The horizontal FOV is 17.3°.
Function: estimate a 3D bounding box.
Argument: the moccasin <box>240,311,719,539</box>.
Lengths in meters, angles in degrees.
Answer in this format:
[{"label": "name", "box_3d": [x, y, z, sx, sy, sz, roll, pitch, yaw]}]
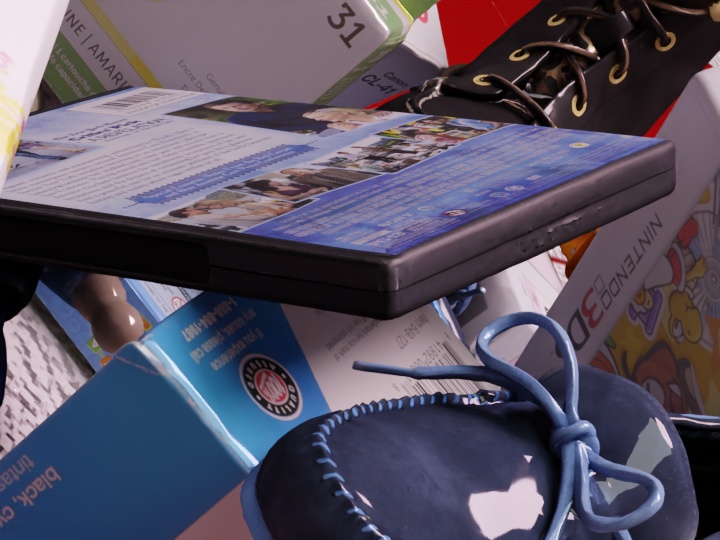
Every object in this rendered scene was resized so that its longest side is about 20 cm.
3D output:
[{"label": "moccasin", "box_3d": [0.047, 0.048, 0.571, 0.200, 0.068, 0.081, 2, 52, -59]}]

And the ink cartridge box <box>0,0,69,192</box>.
[{"label": "ink cartridge box", "box_3d": [-0.169, -0.051, 0.543, 0.146, 0.146, 0.201, 38, 43, -27]}]

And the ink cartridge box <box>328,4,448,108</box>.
[{"label": "ink cartridge box", "box_3d": [-0.049, -0.170, 0.896, 0.147, 0.085, 0.201, 23, 53, -57]}]

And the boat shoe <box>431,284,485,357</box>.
[{"label": "boat shoe", "box_3d": [0.000, 0.000, 0.819, 0.069, 0.084, 0.201, 12, 47, -59]}]

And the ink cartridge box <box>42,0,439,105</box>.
[{"label": "ink cartridge box", "box_3d": [-0.030, -0.132, 0.760, 0.146, 0.200, 0.048, 52, 18, 0]}]

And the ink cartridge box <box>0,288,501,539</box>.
[{"label": "ink cartridge box", "box_3d": [-0.013, 0.114, 0.635, 0.200, 0.145, 0.147, 50, 24, 1]}]

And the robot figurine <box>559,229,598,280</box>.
[{"label": "robot figurine", "box_3d": [0.144, 0.023, 0.965, 0.145, 0.058, 0.200, 33, 13, -22]}]

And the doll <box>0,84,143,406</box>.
[{"label": "doll", "box_3d": [-0.127, -0.006, 0.712, 0.136, 0.049, 0.200, 21, 33, -12]}]

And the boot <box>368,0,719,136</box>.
[{"label": "boot", "box_3d": [0.081, -0.078, 0.847, 0.073, 0.151, 0.200, 46, 14, 12]}]

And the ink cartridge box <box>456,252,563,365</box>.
[{"label": "ink cartridge box", "box_3d": [0.087, 0.043, 0.976, 0.200, 0.057, 0.163, 42, 17, -31]}]

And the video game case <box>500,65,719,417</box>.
[{"label": "video game case", "box_3d": [0.112, 0.073, 0.689, 0.023, 0.182, 0.201, -11, 62, -24]}]

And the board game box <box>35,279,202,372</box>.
[{"label": "board game box", "box_3d": [-0.041, 0.008, 0.879, 0.152, 0.037, 0.200, 52, 24, 3]}]

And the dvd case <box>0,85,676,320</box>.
[{"label": "dvd case", "box_3d": [-0.034, -0.023, 0.647, 0.142, 0.199, 0.018, -23, 116, -51]}]
